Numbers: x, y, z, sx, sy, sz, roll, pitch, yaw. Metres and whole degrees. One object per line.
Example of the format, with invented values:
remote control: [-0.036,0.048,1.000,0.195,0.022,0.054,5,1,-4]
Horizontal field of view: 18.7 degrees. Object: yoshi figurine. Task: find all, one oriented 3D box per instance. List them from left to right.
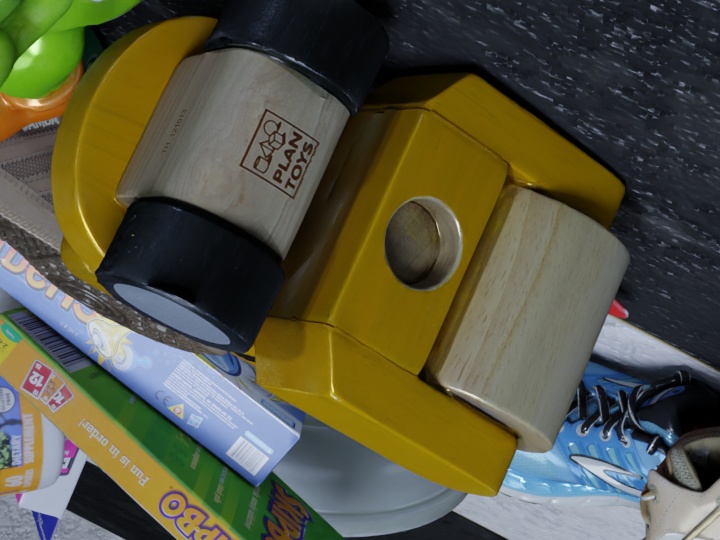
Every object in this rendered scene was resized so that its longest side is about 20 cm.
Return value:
yoshi figurine: [-0.126,-0.106,0.710,0.112,0.112,0.200,35,162,-5]

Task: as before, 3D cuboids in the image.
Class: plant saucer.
plant saucer: [-0.033,0.072,1.167,0.200,0.050,0.200,10,-158,-4]

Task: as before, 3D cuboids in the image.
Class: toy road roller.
toy road roller: [-0.018,-0.014,0.784,0.200,0.123,0.146,31,165,-28]

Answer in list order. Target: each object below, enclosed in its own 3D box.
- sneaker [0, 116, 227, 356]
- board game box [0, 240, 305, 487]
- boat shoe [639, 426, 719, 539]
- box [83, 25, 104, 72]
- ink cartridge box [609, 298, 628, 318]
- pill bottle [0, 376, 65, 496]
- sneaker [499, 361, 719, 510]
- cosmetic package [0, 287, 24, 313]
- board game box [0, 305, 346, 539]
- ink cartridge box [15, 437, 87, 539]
sneaker: [-0.112,-0.040,0.856,0.200,0.076,0.070,37,163,-32]
board game box: [-0.110,0.008,1.037,0.200,0.034,0.135,39,-166,-8]
boat shoe: [0.150,0.092,0.894,0.065,0.072,0.200,43,137,-2]
box: [-0.205,-0.109,0.956,0.200,0.048,0.117,25,166,14]
ink cartridge box: [0.000,0.000,0.926,0.200,0.067,0.116,16,163,42]
pill bottle: [-0.257,0.071,1.092,0.200,0.112,0.112,-9,177,-19]
sneaker: [0.123,0.066,0.982,0.200,0.078,0.090,19,150,7]
cosmetic package: [-0.251,-0.034,1.031,0.113,0.081,0.200,18,-152,-54]
board game box: [-0.080,0.087,0.990,0.200,0.030,0.096,39,-167,8]
ink cartridge box: [-0.170,0.057,1.192,0.037,0.095,0.200,-2,136,-28]
